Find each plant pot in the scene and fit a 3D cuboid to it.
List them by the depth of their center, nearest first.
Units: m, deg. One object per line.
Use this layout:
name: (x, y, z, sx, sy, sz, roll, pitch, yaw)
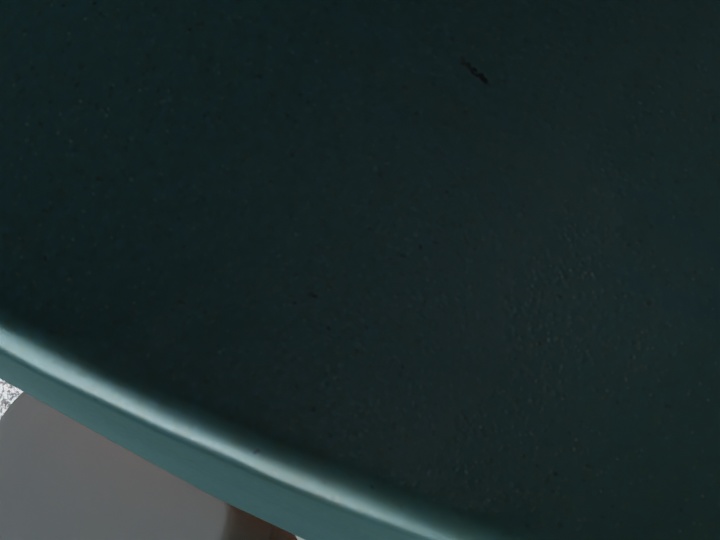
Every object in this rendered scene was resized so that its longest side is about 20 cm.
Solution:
plant pot: (0.000, -0.022, 0.497, 0.200, 0.141, 0.141, 32, 174, 15)

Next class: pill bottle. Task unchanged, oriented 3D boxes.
pill bottle: (-0.029, 0.085, 0.853, 0.111, 0.111, 0.200, 38, -177, 28)

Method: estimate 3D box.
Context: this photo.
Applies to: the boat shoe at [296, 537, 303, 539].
boat shoe: (0.051, 0.083, 0.698, 0.202, 0.072, 0.060, 50, 159, 8)
